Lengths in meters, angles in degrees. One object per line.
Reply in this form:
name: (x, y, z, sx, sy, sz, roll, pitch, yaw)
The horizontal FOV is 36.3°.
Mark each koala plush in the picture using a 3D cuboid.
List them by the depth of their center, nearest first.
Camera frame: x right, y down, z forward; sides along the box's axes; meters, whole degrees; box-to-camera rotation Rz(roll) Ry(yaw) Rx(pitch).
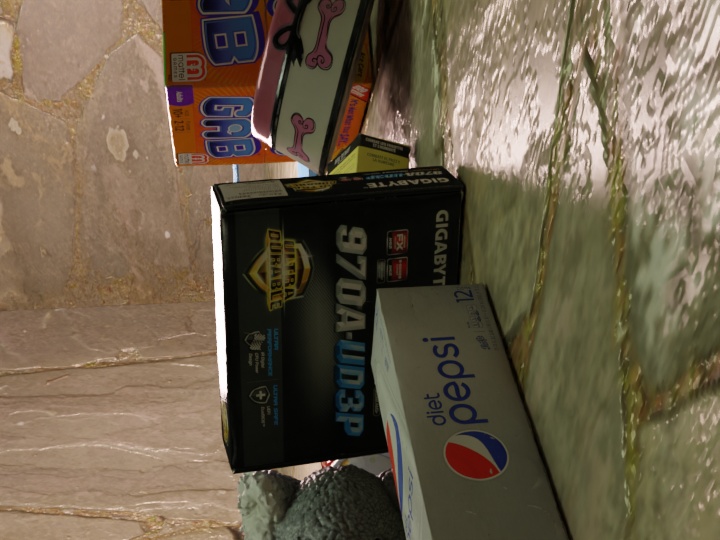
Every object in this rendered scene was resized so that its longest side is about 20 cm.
koala plush: (-0.011, 0.228, 0.760, 0.184, 0.177, 0.201, 68, -166, -82)

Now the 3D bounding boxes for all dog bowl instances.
dog bowl: (-0.039, -0.186, 0.947, 0.200, 0.074, 0.201, -164, 90, -88)

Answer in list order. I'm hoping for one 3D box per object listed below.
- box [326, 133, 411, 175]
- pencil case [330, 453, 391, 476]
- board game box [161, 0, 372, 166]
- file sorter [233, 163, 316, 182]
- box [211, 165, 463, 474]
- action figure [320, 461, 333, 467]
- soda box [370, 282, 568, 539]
box: (0.000, 0.000, 0.861, 0.075, 0.050, 0.201, 144, 135, -60)
pencil case: (-0.004, 0.210, 0.954, 0.083, 0.090, 0.200, 62, 163, 15)
board game box: (-0.104, -0.242, 1.159, 0.200, 0.199, 0.201, 113, 153, -72)
file sorter: (-0.137, -0.155, 1.723, 0.200, 0.122, 0.139, -160, 67, -81)
box: (-0.017, 0.034, 0.741, 0.046, 0.158, 0.201, -121, 30, -60)
action figure: (0.004, 0.115, 0.951, 0.200, 0.065, 0.052, 111, 155, -56)
soda box: (0.052, 0.094, 0.598, 0.200, 0.068, 0.064, -103, 12, -50)
